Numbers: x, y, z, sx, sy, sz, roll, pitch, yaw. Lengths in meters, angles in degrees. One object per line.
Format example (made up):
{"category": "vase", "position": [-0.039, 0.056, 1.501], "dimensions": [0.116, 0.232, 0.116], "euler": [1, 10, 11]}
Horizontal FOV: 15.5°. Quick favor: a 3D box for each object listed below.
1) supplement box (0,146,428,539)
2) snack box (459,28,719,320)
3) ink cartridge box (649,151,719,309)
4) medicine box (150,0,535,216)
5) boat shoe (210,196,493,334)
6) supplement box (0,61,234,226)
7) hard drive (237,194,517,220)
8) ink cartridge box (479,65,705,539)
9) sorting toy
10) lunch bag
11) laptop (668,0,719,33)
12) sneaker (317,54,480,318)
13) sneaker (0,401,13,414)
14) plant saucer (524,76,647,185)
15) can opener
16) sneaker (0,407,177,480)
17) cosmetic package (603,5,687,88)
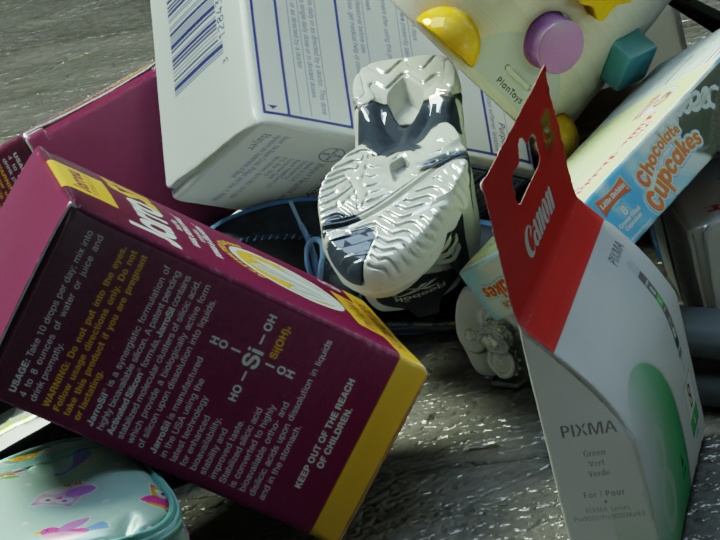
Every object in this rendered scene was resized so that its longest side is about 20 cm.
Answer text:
{"category": "supplement box", "position": [-0.086, 0.036, 1.299], "dimensions": [0.199, 0.104, 0.131], "euler": [25, 8, -20]}
{"category": "snack box", "position": [0.147, -0.060, 1.388], "dimensions": [0.200, 0.037, 0.116], "euler": [-45, 8, -32]}
{"category": "ink cartridge box", "position": [0.238, -0.032, 1.448], "dimensions": [0.145, 0.085, 0.200], "euler": [-13, 20, 1]}
{"category": "medicine box", "position": [-0.013, -0.129, 1.561], "dimensions": [0.199, 0.183, 0.103], "euler": [9, -29, -33]}
{"category": "boat shoe", "position": [0.000, 0.000, 1.505], "dimensions": [0.198, 0.085, 0.069], "euler": [-4, 34, 7]}
{"category": "supplement box", "position": [-0.191, -0.031, 1.597], "dimensions": [0.199, 0.104, 0.131], "euler": [-24, 7, 46]}
{"category": "hard drive", "position": [0.004, -0.057, 1.744], "dimensions": [0.199, 0.038, 0.140], "euler": [-11, 19, 9]}
{"category": "ink cartridge box", "position": [0.112, 0.022, 1.214], "dimensions": [0.050, 0.201, 0.161], "euler": [-7, 21, 17]}
{"category": "sorting toy", "position": [0.119, -0.175, 1.450], "dimensions": [0.180, 0.200, 0.107], "euler": [-46, 38, 7]}
{"category": "lunch bag", "position": [-0.181, 0.147, 1.249], "dimensions": [0.199, 0.078, 0.160], "euler": [-16, 21, -11]}
{"category": "laptop", "position": [0.301, -0.164, 1.587], "dimensions": [0.199, 0.116, 0.187], "euler": [31, 6, 31]}
{"category": "sneaker", "position": [0.026, -0.013, 1.403], "dimensions": [0.079, 0.130, 0.200], "euler": [-9, 32, 4]}
{"category": "sneaker", "position": [-0.272, 0.080, 1.519], "dimensions": [0.112, 0.073, 0.199], "euler": [-30, 17, -31]}
{"category": "plant saucer", "position": [0.175, -0.092, 1.617], "dimensions": [0.199, 0.030, 0.200], "euler": [-13, -6, -1]}
{"category": "can opener", "position": [0.132, 0.034, 1.386], "dimensions": [0.199, 0.053, 0.066], "euler": [6, 27, 43]}
{"category": "sneaker", "position": [-0.151, 0.083, 1.414], "dimensions": [0.199, 0.072, 0.083], "euler": [-21, 20, -19]}
{"category": "cosmetic package", "position": [0.110, -0.134, 1.715], "dimensions": [0.199, 0.075, 0.102], "euler": [-15, 19, 4]}
